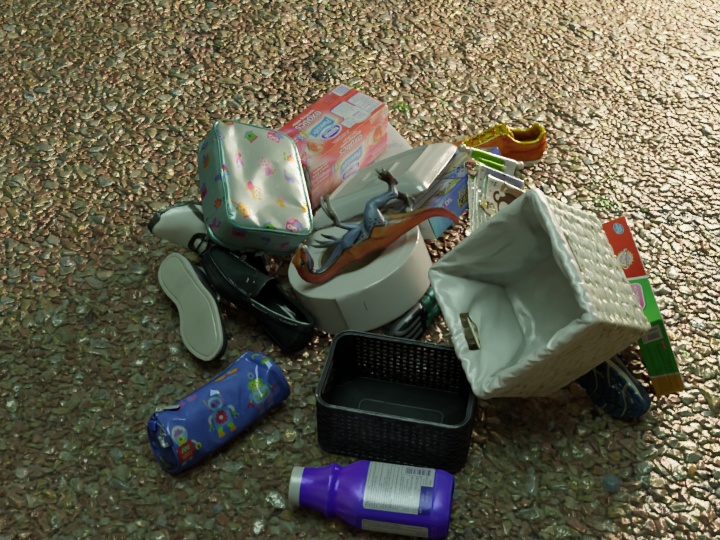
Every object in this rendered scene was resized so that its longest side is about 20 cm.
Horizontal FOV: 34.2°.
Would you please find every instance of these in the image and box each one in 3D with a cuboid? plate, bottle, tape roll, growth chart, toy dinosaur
[{"bbox_3d":[0.033,-0.136,1.768,0.198,0.033,0.200,-18,17,26],"label":"plate"},{"bbox_3d":[0.013,0.274,1.425,0.198,0.066,0.084,5,43,7],"label":"bottle"},{"bbox_3d":[0.000,0.000,1.664,0.201,0.071,0.203,-16,34,11],"label":"tape roll"},{"bbox_3d":[0.211,-0.085,1.739,0.144,0.018,0.202,6,69,-33],"label":"growth chart"},{"bbox_3d":[-0.001,-0.049,1.595,0.199,0.105,0.182,22,72,36],"label":"toy dinosaur"}]

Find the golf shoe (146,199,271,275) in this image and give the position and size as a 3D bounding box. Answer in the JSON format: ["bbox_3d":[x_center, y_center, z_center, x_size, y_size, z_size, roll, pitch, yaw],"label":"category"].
[{"bbox_3d":[-0.213,-0.041,1.712,0.199,0.078,0.095,9,48,-30],"label":"golf shoe"}]

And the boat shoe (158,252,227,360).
[{"bbox_3d":[-0.227,0.056,1.662,0.074,0.060,0.200,-49,48,13],"label":"boat shoe"}]

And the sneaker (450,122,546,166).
[{"bbox_3d":[0.208,-0.207,1.921,0.198,0.078,0.073,-11,40,-12],"label":"sneaker"}]

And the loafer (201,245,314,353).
[{"bbox_3d":[-0.141,0.029,1.642,0.200,0.071,0.068,42,42,13],"label":"loafer"}]

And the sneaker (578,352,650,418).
[{"bbox_3d":[0.328,0.116,1.584,0.085,0.077,0.200,-22,48,-27],"label":"sneaker"}]

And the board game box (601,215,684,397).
[{"bbox_3d":[0.383,0.048,1.596,0.040,0.153,0.201,-19,41,12],"label":"board game box"}]

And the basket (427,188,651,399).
[{"bbox_3d":[0.225,0.040,1.488,0.160,0.200,0.199,13,48,-47],"label":"basket"}]

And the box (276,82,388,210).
[{"bbox_3d":[-0.053,-0.200,1.872,0.102,0.095,0.200,27,51,27],"label":"box"}]

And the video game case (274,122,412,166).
[{"bbox_3d":[-0.032,-0.207,1.963,0.199,0.024,0.182,-21,47,-20],"label":"video game case"}]

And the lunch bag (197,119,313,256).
[{"bbox_3d":[-0.151,-0.115,1.709,0.159,0.077,0.201,9,56,-34],"label":"lunch bag"}]

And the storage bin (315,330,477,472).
[{"bbox_3d":[0.049,0.169,1.517,0.198,0.094,0.136,8,44,10],"label":"storage bin"}]

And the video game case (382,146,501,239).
[{"bbox_3d":[0.098,-0.118,1.799,0.180,0.046,0.200,0,35,46],"label":"video game case"}]

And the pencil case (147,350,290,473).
[{"bbox_3d":[-0.187,0.178,1.515,0.199,0.087,0.078,-33,19,-30],"label":"pencil case"}]

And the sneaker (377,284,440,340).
[{"bbox_3d":[0.088,0.022,1.687,0.087,0.075,0.200,26,50,32],"label":"sneaker"}]
